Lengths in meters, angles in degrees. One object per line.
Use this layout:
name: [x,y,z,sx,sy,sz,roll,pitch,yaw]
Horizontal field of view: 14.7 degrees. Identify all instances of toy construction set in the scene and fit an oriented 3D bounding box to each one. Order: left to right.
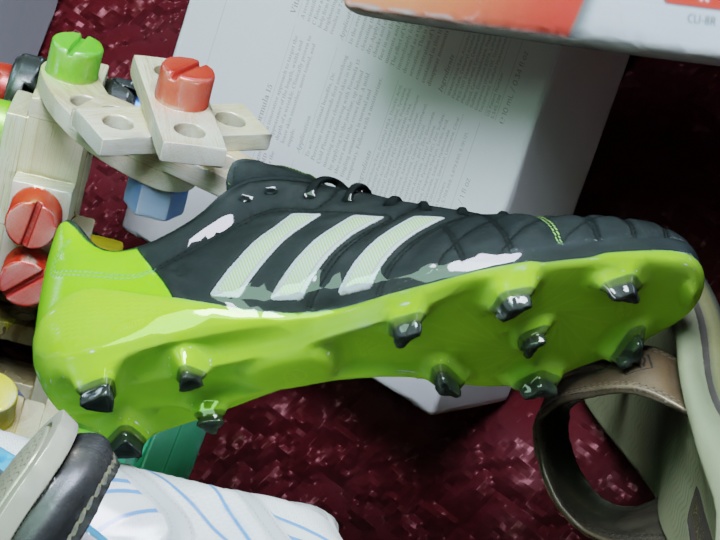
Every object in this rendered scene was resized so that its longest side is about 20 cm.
toy construction set: [-0.105,0.000,0.934,0.092,0.200,0.131,27,25,-9]

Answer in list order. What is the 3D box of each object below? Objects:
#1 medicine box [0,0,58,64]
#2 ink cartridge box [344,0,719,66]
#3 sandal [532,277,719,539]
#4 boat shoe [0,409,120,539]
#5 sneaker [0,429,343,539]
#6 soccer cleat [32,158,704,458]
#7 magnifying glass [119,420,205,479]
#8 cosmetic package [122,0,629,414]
medicine box: [-0.240,-0.140,1.056,0.200,0.182,0.103,6,60,21]
ink cartridge box: [0.077,-0.166,0.824,0.162,0.050,0.200,12,103,37]
sandal: [0.083,0.052,0.847,0.057,0.080,0.201,-2,24,-4]
boat shoe: [-0.106,0.134,0.787,0.068,0.072,0.200,21,100,-7]
sneaker: [-0.055,0.092,0.836,0.200,0.075,0.087,25,34,26]
soccer cleat: [0.000,0.000,0.831,0.200,0.068,0.081,-8,55,2]
magnifying glass: [-0.073,0.085,0.909,0.022,0.080,0.200,26,46,-11]
cosmetic package: [0.012,-0.074,0.943,0.151,0.052,0.200,30,111,30]
